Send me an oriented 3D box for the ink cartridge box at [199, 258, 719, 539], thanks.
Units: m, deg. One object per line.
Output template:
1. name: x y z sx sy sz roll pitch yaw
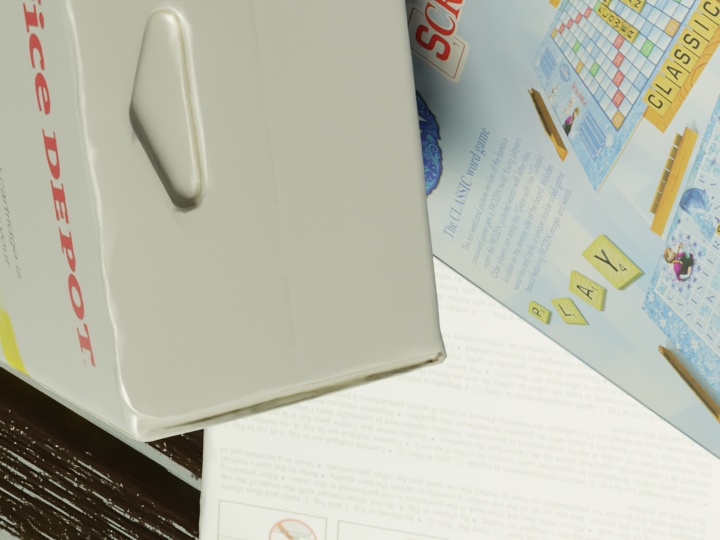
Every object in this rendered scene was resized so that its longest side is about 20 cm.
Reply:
1. ink cartridge box: 0.036 0.045 0.742 0.162 0.200 0.050 9 -153 12

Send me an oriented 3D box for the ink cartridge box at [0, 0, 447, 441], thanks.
1. ink cartridge box: -0.064 -0.052 0.633 0.083 0.145 0.200 -13 -165 -23

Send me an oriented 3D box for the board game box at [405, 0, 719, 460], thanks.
1. board game box: 0.089 -0.033 0.578 0.199 0.041 0.200 36 150 10
